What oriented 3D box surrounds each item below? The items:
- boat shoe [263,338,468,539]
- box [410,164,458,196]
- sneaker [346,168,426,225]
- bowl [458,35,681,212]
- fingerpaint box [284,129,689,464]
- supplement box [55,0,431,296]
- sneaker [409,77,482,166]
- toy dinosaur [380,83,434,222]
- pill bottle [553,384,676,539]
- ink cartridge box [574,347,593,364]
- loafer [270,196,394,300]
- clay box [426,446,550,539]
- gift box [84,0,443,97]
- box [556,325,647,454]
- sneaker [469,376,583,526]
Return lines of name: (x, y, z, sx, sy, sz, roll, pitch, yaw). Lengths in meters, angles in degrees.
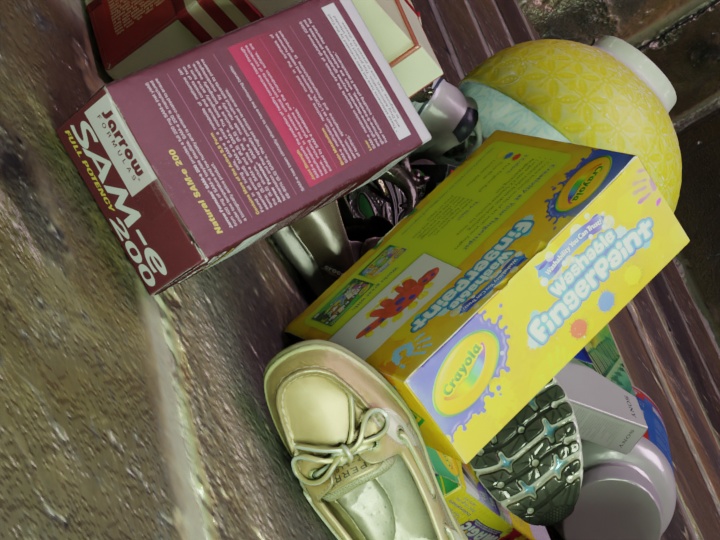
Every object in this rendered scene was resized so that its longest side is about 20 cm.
boat shoe: (0.010, 0.130, 1.140, 0.202, 0.073, 0.063, 63, 6, -19)
box: (0.097, -0.052, 1.605, 0.135, 0.038, 0.200, 14, -1, -16)
sneaker: (0.017, -0.033, 1.495, 0.201, 0.085, 0.078, 64, 14, 18)
bowl: (0.185, -0.118, 1.573, 0.200, 0.108, 0.200, 41, -9, 8)
fingerpaint box: (0.076, 0.011, 1.240, 0.074, 0.200, 0.167, 53, -17, -24)
supplement box: (-0.062, -0.076, 1.130, 0.199, 0.061, 0.109, -29, 88, -44)
sneaker: (0.058, -0.108, 1.599, 0.071, 0.073, 0.200, 36, 0, 3)
toy dinosaur: (0.003, -0.114, 1.434, 0.102, 0.077, 0.201, 33, 50, -40)
pill bottle: (0.211, 0.175, 1.704, 0.113, 0.112, 0.200, 56, 12, -12)
ink cartridge box: (0.104, 0.013, 1.606, 0.199, 0.039, 0.100, 15, 33, -34)
loafer: (0.000, 0.000, 1.384, 0.201, 0.071, 0.073, 55, 14, -20)
clay box: (0.062, 0.133, 1.375, 0.200, 0.047, 0.115, 40, 23, -52)
gift box: (-0.062, -0.183, 1.314, 0.187, 0.184, 0.201, 44, 23, -43)
box: (0.130, 0.064, 1.630, 0.199, 0.036, 0.145, 21, 31, -26)
sneaker: (0.100, 0.080, 1.364, 0.201, 0.078, 0.090, 66, 10, 22)
